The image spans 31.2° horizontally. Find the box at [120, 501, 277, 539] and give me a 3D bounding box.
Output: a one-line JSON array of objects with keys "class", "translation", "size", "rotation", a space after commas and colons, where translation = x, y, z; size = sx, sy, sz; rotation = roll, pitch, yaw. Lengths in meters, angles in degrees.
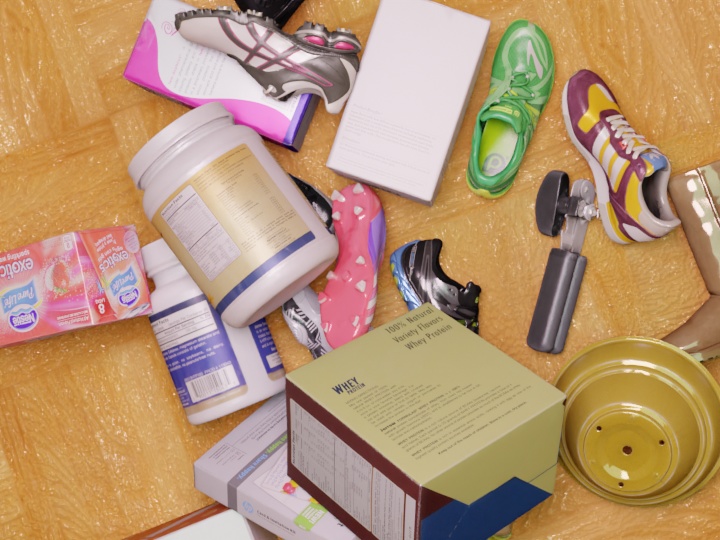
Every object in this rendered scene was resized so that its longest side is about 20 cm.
[{"class": "box", "translation": [-0.196, 0.326, 1.413], "size": [0.199, 0.124, 0.098], "rotation": [-22, 88, 3]}]

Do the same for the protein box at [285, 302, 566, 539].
[{"class": "protein box", "translation": [0.061, 0.165, 1.283], "size": [0.200, 0.198, 0.135], "rotation": [34, 136, 38]}]

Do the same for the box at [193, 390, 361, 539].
[{"class": "box", "translation": [-0.052, 0.216, 1.361], "size": [0.199, 0.156, 0.041], "rotation": [24, 131, 28]}]

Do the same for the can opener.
[{"class": "can opener", "translation": [0.220, -0.008, 1.432], "size": [0.066, 0.053, 0.201], "rotation": [10, 89, 38]}]

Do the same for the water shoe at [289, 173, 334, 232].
[{"class": "water shoe", "translation": [-0.118, -0.089, 1.431], "size": [0.199, 0.079, 0.072], "rotation": [28, 92, 3]}]

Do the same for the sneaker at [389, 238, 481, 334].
[{"class": "sneaker", "translation": [0.105, 0.055, 1.422], "size": [0.082, 0.071, 0.200], "rotation": [-28, 87, 5]}]

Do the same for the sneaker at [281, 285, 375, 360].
[{"class": "sneaker", "translation": [-0.008, 0.065, 1.430], "size": [0.115, 0.075, 0.200], "rotation": [-30, 93, 2]}]

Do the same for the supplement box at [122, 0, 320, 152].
[{"class": "supplement box", "translation": [-0.145, -0.216, 1.421], "size": [0.199, 0.103, 0.102], "rotation": [23, 91, 2]}]

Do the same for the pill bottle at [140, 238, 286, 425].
[{"class": "pill bottle", "translation": [-0.167, 0.056, 1.414], "size": [0.119, 0.120, 0.201], "rotation": [-21, 89, 3]}]

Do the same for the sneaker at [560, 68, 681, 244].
[{"class": "sneaker", "translation": [0.288, -0.129, 1.391], "size": [0.075, 0.090, 0.201], "rotation": [-26, 96, -34]}]

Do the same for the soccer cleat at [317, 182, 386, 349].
[{"class": "soccer cleat", "translation": [0.000, 0.000, 1.390], "size": [0.066, 0.076, 0.201], "rotation": [-15, 58, 29]}]

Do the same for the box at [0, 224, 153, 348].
[{"class": "box", "translation": [-0.333, 0.021, 1.394], "size": [0.199, 0.095, 0.103], "rotation": [-12, 90, 35]}]

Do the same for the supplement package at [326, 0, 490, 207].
[{"class": "supplement package", "translation": [0.054, -0.184, 1.400], "size": [0.121, 0.120, 0.201], "rotation": [19, 91, 5]}]

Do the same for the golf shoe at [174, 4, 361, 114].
[{"class": "golf shoe", "translation": [-0.100, -0.222, 1.333], "size": [0.199, 0.077, 0.089], "rotation": [12, 96, 4]}]

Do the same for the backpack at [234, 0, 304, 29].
[{"class": "backpack", "translation": [-0.070, -0.376, 1.394], "size": [0.200, 0.163, 0.154], "rotation": [-37, 73, -4]}]

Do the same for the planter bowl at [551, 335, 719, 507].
[{"class": "planter bowl", "translation": [0.288, 0.177, 1.372], "size": [0.199, 0.083, 0.201], "rotation": [5, 107, 17]}]

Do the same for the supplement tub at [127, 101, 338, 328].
[{"class": "supplement tub", "translation": [-0.132, -0.057, 1.321], "size": [0.144, 0.144, 0.200], "rotation": [-37, 85, 3]}]

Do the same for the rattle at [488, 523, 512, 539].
[{"class": "rattle", "translation": [0.066, 0.231, 1.405], "size": [0.199, 0.130, 0.144], "rotation": [1, 92, 10]}]

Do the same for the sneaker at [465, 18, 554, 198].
[{"class": "sneaker", "translation": [0.167, -0.176, 1.411], "size": [0.074, 0.084, 0.201], "rotation": [14, 90, 4]}]

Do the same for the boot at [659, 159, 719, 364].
[{"class": "boot", "translation": [0.374, -0.009, 1.413], "size": [0.174, 0.066, 0.201], "rotation": [-18, 88, -6]}]
